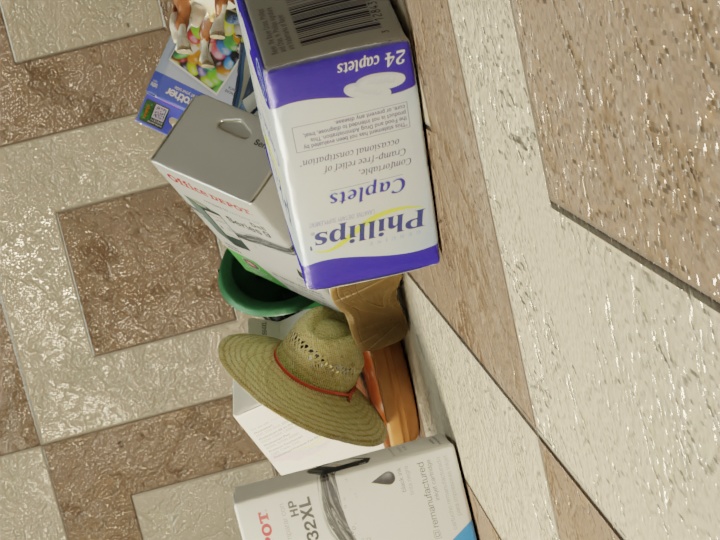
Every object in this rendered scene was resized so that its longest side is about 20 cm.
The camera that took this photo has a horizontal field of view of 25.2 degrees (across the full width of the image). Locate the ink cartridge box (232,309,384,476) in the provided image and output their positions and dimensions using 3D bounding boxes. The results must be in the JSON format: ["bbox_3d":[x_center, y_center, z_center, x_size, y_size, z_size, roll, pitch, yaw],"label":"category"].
[{"bbox_3d":[-0.055,0.146,1.819,0.201,0.124,0.129,55,-164,-34],"label":"ink cartridge box"}]

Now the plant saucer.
[{"bbox_3d":[0.025,0.103,1.709,0.200,0.037,0.202,166,90,-86],"label":"plant saucer"}]

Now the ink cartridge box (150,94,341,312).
[{"bbox_3d":[-0.087,-0.063,1.533,0.145,0.084,0.200,23,162,38],"label":"ink cartridge box"}]

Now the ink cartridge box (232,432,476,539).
[{"bbox_3d":[-0.001,0.241,1.411,0.084,0.198,0.147,-173,69,-85],"label":"ink cartridge box"}]

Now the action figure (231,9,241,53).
[{"bbox_3d":[-0.084,-0.232,1.673,0.201,0.102,0.119,56,174,-20],"label":"action figure"}]

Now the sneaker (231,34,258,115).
[{"bbox_3d":[-0.081,-0.175,1.595,0.074,0.081,0.202,-64,-14,-62],"label":"sneaker"}]

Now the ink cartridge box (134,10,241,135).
[{"bbox_3d":[-0.149,-0.227,1.728,0.202,0.119,0.042,-64,30,4],"label":"ink cartridge box"}]

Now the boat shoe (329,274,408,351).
[{"bbox_3d":[0.000,0.000,1.483,0.201,0.070,0.070,81,171,-58],"label":"boat shoe"}]

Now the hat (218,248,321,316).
[{"bbox_3d":[-0.045,0.026,1.813,0.165,0.200,0.177,27,154,38],"label":"hat"}]

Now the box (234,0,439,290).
[{"bbox_3d":[-0.022,-0.122,1.178,0.185,0.104,0.201,-108,6,-50],"label":"box"}]

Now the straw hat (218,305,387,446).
[{"bbox_3d":[-0.036,0.083,1.576,0.086,0.200,0.201,-59,20,15],"label":"straw hat"}]

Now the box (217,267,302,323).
[{"bbox_3d":[-0.069,0.070,1.950,0.200,0.049,0.161,48,171,-34],"label":"box"}]

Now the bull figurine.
[{"bbox_3d":[-0.121,-0.261,1.454,0.200,0.065,0.123,166,110,-64],"label":"bull figurine"}]
